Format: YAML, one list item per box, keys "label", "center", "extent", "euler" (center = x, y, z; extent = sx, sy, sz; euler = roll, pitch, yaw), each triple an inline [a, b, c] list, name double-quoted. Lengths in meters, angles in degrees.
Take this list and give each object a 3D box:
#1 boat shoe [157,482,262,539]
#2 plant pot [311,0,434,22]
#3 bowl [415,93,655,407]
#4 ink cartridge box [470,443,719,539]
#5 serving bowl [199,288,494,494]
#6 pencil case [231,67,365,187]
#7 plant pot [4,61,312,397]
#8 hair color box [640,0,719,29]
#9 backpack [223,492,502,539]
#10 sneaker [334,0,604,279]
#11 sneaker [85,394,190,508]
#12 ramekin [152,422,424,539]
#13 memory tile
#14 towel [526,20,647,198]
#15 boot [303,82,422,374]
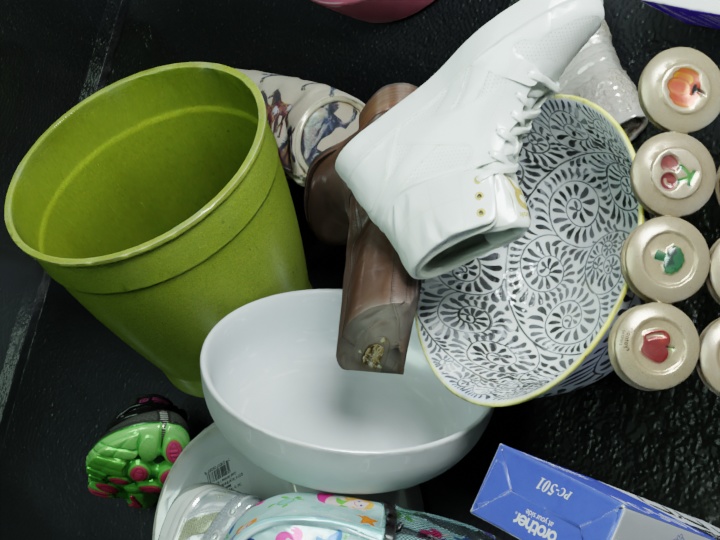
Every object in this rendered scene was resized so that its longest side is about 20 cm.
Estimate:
- label: "boat shoe"
  center: [-0.109, 0.243, 1.208]
  extent: [0.065, 0.074, 0.202]
  euler: [4, 76, 51]
- label: "plant pot"
  center: [-0.025, -0.302, 1.336]
  extent: [0.200, 0.179, 0.200]
  euler: [-14, 69, 42]
- label: "bowl"
  center: [0.132, -0.002, 1.148]
  extent: [0.201, 0.094, 0.201]
  euler: [-26, 55, 44]
- label: "ink cartridge box"
  center: [0.161, 0.153, 1.007]
  extent: [0.094, 0.200, 0.044]
  euler: [24, 90, 47]
- label: "serving bowl"
  center: [-0.010, 0.090, 1.226]
  extent: [0.200, 0.200, 0.066]
  euler: [40, 133, 44]
- label: "pencil case"
  center: [-0.075, -0.108, 1.409]
  extent: [0.200, 0.078, 0.089]
  euler: [17, 72, 47]
- label: "plant pot"
  center: [-0.125, -0.014, 1.330]
  extent: [0.200, 0.193, 0.200]
  euler: [-15, 42, 14]
- label: "hair color box"
  center: [0.270, -0.192, 1.085]
  extent: [0.200, 0.065, 0.109]
  euler: [22, 95, 48]
- label: "backpack"
  center: [-0.007, 0.234, 1.135]
  extent: [0.200, 0.151, 0.178]
  euler: [17, 97, 2]
- label: "sneaker"
  center: [0.090, -0.079, 1.111]
  extent: [0.200, 0.074, 0.116]
  euler: [-40, 63, 18]
- label: "sneaker"
  center: [-0.172, 0.131, 1.412]
  extent: [0.200, 0.077, 0.084]
  euler: [141, 144, -68]
- label: "ramekin"
  center: [-0.060, 0.192, 1.298]
  extent: [0.200, 0.105, 0.200]
  euler: [-14, 70, 44]
- label: "memory tile"
  center: [0.225, -0.024, 1.041]
  extent: [0.017, 0.153, 0.200]
  euler: [140, 137, -82]
- label: "towel"
  center: [0.101, -0.099, 1.258]
  extent: [0.200, 0.034, 0.133]
  euler: [-40, 55, 32]
- label: "boot"
  center: [0.000, 0.000, 1.237]
  extent: [0.186, 0.064, 0.200]
  euler: [117, 158, -54]
